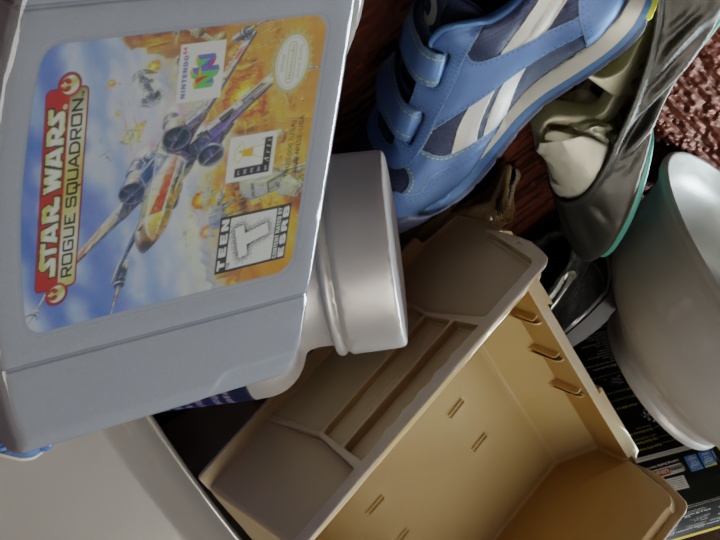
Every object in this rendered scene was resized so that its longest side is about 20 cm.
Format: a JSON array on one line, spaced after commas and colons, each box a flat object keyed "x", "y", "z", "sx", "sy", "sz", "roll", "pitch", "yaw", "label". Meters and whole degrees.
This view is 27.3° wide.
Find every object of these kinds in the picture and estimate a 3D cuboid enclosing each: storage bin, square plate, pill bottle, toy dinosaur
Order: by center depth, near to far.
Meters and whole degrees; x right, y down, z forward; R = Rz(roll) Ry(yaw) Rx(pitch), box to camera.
[{"x": -0.082, "y": 0.003, "z": 0.674, "sx": 0.199, "sy": 0.120, "sz": 0.120, "roll": -7, "pitch": 143, "yaw": 4, "label": "pill bottle"}, {"x": 0.054, "y": 0.111, "z": 0.760, "sx": 0.199, "sy": 0.094, "sz": 0.200, "roll": -47, "pitch": 127, "yaw": -17, "label": "storage bin"}, {"x": -0.163, "y": 0.158, "z": 0.781, "sx": 0.198, "sy": 0.028, "sz": 0.200, "roll": -32, "pitch": 105, "yaw": 8, "label": "square plate"}, {"x": 0.000, "y": 0.000, "z": 0.801, "sx": 0.200, "sy": 0.058, "sz": 0.101, "roll": -30, "pitch": 144, "yaw": 9, "label": "toy dinosaur"}]

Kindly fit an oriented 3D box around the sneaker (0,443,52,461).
[{"x": -0.120, "y": 0.027, "z": 0.586, "sx": 0.199, "sy": 0.076, "sz": 0.077, "roll": -15, "pitch": 102, "yaw": 2, "label": "sneaker"}]

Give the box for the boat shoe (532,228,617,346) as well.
[{"x": 0.064, "y": 0.051, "z": 0.882, "sx": 0.199, "sy": 0.074, "sz": 0.068, "roll": -38, "pitch": 142, "yaw": 16, "label": "boat shoe"}]

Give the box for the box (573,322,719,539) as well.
[{"x": 0.218, "y": 0.076, "z": 0.922, "sx": 0.199, "sy": 0.160, "sz": 0.049, "roll": -14, "pitch": 145, "yaw": -14, "label": "box"}]

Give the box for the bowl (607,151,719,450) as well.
[{"x": 0.204, "y": 0.038, "z": 0.839, "sx": 0.090, "sy": 0.201, "sz": 0.201, "roll": -40, "pitch": 140, "yaw": 27, "label": "bowl"}]

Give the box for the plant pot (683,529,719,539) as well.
[{"x": 0.200, "y": 0.189, "z": 1.060, "sx": 0.200, "sy": 0.187, "sz": 0.187, "roll": -39, "pitch": 143, "yaw": -4, "label": "plant pot"}]

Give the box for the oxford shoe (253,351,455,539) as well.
[{"x": 0.002, "y": 0.102, "z": 0.824, "sx": 0.073, "sy": 0.085, "sz": 0.200, "roll": -33, "pitch": 120, "yaw": 20, "label": "oxford shoe"}]

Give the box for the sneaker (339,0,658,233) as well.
[{"x": 0.044, "y": -0.097, "z": 0.698, "sx": 0.082, "sy": 0.074, "sz": 0.200, "roll": 27, "pitch": 119, "yaw": -37, "label": "sneaker"}]

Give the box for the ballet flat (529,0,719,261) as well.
[{"x": 0.125, "y": -0.094, "z": 0.754, "sx": 0.068, "sy": 0.068, "sz": 0.200, "roll": 6, "pitch": 124, "yaw": -20, "label": "ballet flat"}]

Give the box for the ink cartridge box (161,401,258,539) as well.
[{"x": -0.082, "y": 0.185, "z": 0.909, "sx": 0.200, "sy": 0.145, "sz": 0.147, "roll": -34, "pitch": 142, "yaw": 14, "label": "ink cartridge box"}]

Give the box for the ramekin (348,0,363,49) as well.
[{"x": -0.104, "y": -0.122, "z": 0.567, "sx": 0.202, "sy": 0.094, "sz": 0.203, "roll": -14, "pitch": 143, "yaw": -11, "label": "ramekin"}]

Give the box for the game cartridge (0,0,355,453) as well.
[{"x": -0.068, "y": -0.038, "z": 0.474, "sx": 0.133, "sy": 0.041, "sz": 0.201, "roll": -18, "pitch": 128, "yaw": -42, "label": "game cartridge"}]
